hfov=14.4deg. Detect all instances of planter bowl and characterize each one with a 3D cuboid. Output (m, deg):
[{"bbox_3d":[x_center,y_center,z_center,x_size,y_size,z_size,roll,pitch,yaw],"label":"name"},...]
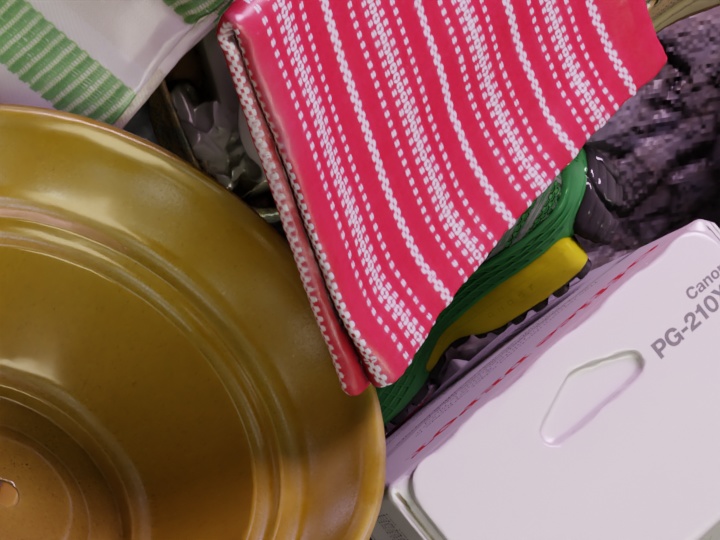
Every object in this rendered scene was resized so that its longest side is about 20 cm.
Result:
[{"bbox_3d":[-0.098,0.050,0.888,0.199,0.201,0.084,7,139,-33],"label":"planter bowl"}]

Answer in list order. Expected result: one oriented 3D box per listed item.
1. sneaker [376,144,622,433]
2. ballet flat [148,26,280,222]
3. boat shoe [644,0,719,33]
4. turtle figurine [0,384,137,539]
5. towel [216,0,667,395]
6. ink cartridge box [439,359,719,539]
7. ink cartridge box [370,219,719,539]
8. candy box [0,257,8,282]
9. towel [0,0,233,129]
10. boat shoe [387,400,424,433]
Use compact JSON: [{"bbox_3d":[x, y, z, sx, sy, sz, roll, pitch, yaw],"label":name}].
[{"bbox_3d":[0.000,0.000,1.062,0.085,0.078,0.200,35,121,-26],"label":"sneaker"},{"bbox_3d":[-0.054,-0.102,1.002,0.070,0.071,0.201,-25,125,-16],"label":"ballet flat"},{"bbox_3d":[0.077,-0.108,1.045,0.199,0.072,0.064,-33,151,11],"label":"boat shoe"},{"bbox_3d":[-0.156,0.087,0.977,0.193,0.201,0.144,31,130,-16],"label":"turtle figurine"},{"bbox_3d":[0.033,-0.073,0.926,0.200,0.022,0.145,-48,130,-40],"label":"towel"},{"bbox_3d":[0.114,0.114,1.215,0.199,0.067,0.117,10,110,-33],"label":"ink cartridge box"},{"bbox_3d":[0.070,0.068,1.019,0.145,0.200,0.084,-40,91,-12],"label":"ink cartridge box"},{"bbox_3d":[-0.203,-0.061,0.914,0.102,0.026,0.201,-29,103,-11],"label":"candy box"},{"bbox_3d":[-0.121,-0.108,0.945,0.152,0.023,0.200,41,97,-11],"label":"towel"},{"bbox_3d":[-0.055,0.100,1.116,0.199,0.057,0.067,-25,126,-16],"label":"boat shoe"}]
